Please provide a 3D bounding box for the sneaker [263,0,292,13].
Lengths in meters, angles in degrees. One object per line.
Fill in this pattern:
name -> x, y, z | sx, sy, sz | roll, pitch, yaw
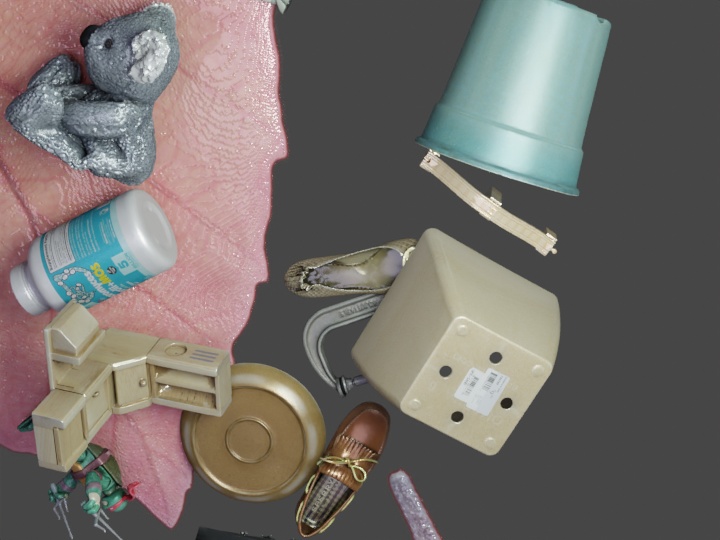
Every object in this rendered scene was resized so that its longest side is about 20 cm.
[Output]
sneaker -> -0.081, -0.408, 1.450 | 0.088, 0.074, 0.201 | 29, 106, -4

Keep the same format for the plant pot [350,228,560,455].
plant pot -> 0.124, 0.102, 1.496 | 0.199, 0.177, 0.201 | 28, 105, -13

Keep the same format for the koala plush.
koala plush -> -0.284, -0.224, 1.486 | 0.183, 0.178, 0.200 | 34, 107, -16

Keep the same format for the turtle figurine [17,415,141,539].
turtle figurine -> -0.374, 0.272, 1.668 | 0.201, 0.101, 0.149 | 54, 145, -7

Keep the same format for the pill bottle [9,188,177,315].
pill bottle -> -0.339, -0.015, 1.573 | 0.199, 0.111, 0.111 | -25, 102, 13

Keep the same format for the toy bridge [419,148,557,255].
toy bridge -> 0.158, -0.081, 1.518 | 0.199, 0.067, 0.027 | 36, 107, -3

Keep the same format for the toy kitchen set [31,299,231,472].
toy kitchen set -> -0.280, 0.132, 1.530 | 0.179, 0.200, 0.164 | 10, 121, 15

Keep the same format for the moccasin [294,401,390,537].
moccasin -> -0.026, 0.260, 1.629 | 0.073, 0.078, 0.202 | 36, 103, -5

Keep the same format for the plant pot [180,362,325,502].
plant pot -> -0.145, 0.222, 1.661 | 0.198, 0.028, 0.202 | 2, 106, 5

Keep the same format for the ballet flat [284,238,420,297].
ballet flat -> 0.000, 0.000, 1.566 | 0.198, 0.046, 0.068 | -6, 90, 9

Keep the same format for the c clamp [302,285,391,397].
c clamp -> 0.030, 0.108, 1.607 | 0.198, 0.027, 0.172 | -13, 104, 10

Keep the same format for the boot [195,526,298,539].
boot -> -0.112, 0.406, 1.681 | 0.198, 0.066, 0.165 | 0, 137, 17

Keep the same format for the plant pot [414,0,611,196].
plant pot -> 0.184, -0.210, 1.425 | 0.199, 0.200, 0.198 | 17, 99, 1
